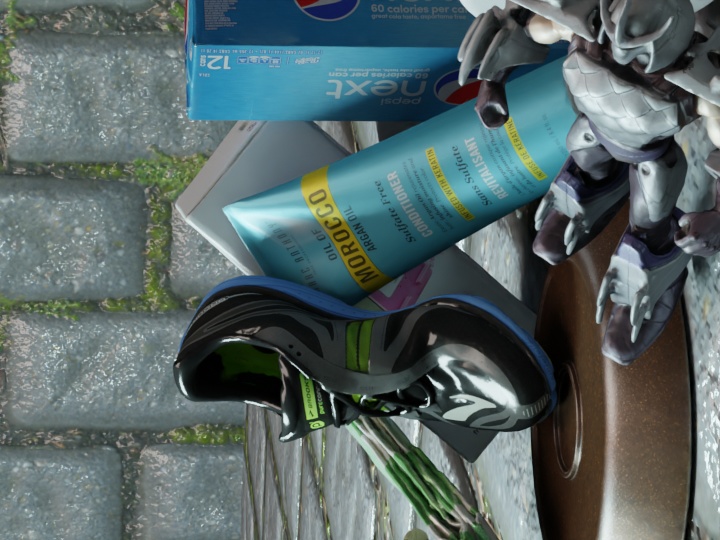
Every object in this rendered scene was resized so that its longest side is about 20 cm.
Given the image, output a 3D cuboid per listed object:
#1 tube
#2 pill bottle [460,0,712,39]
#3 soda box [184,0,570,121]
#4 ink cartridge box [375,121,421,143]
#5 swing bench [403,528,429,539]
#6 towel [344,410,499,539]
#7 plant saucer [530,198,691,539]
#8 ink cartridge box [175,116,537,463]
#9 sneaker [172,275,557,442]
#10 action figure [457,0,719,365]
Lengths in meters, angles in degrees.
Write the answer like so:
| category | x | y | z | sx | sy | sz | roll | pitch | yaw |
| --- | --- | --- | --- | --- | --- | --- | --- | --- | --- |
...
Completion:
| category | x | y | z | sx | sy | sz | roll | pitch | yaw |
| --- | --- | --- | --- | --- | --- | --- | --- | --- | --- |
| tube | 0.030 | -0.038 | 1.023 | 0.078 | 0.199 | 0.050 | 60 | -150 | -6 |
| pill bottle | 0.086 | -0.203 | 0.841 | 0.112 | 0.110 | 0.202 | 112 | 157 | -71 |
| soda box | 0.014 | -0.116 | 1.053 | 0.068 | 0.198 | 0.065 | 104 | 164 | -61 |
| ink cartridge box | 0.044 | -0.155 | 1.200 | 0.147 | 0.082 | 0.201 | 81 | -175 | -64 |
| swing bench | 0.006 | 0.252 | 1.062 | 0.200 | 0.129 | 0.201 | -158 | 58 | -78 |
| towel | 0.036 | 0.121 | 1.098 | 0.153 | 0.023 | 0.200 | 54 | 174 | -39 |
| plant saucer | 0.108 | 0.068 | 0.976 | 0.200 | 0.034 | 0.202 | 179 | 90 | -83 |
| ink cartridge box | 0.000 | 0.000 | 1.151 | 0.085 | 0.200 | 0.145 | -48 | 8 | -2 |
| sneaker | 0.000 | 0.052 | 1.016 | 0.083 | 0.198 | 0.071 | -54 | -39 | -45 |
| action figure | 0.100 | -0.046 | 0.801 | 0.130 | 0.069 | 0.200 | 41 | 163 | 21 |
